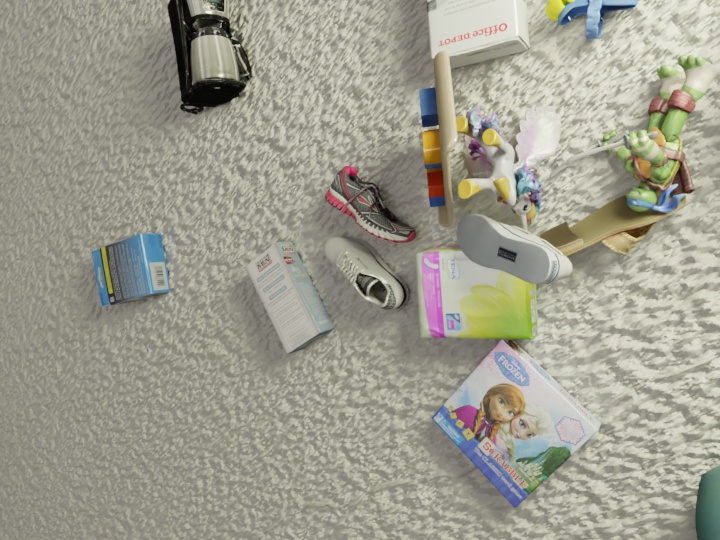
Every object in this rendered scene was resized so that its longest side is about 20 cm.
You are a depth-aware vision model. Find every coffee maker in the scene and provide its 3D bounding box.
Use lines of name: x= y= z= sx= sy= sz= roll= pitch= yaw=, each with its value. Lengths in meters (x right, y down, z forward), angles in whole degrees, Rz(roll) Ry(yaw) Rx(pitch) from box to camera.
coffee maker: x=-0.332 y=-0.454 z=1.162 sx=0.190 sy=0.134 sz=0.203 roll=-9 pitch=89 yaw=30

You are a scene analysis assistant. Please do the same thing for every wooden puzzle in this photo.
wooden puzzle: x=0.116 y=-0.194 z=0.863 sx=0.046 sy=0.201 sz=0.188 roll=-2 pitch=60 yaw=5

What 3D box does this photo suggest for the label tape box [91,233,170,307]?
label tape box: x=-0.559 y=0.001 z=1.369 sx=0.198 sy=0.066 sz=0.146 roll=-13 pitch=87 yaw=32

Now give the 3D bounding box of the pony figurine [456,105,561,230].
pony figurine: x=0.215 y=-0.168 z=0.861 sx=0.165 sy=0.199 sz=0.196 roll=-12 pitch=72 yaw=36

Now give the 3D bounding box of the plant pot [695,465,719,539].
plant pot: x=0.520 y=0.317 z=0.724 sx=0.199 sy=0.199 sz=0.136 roll=-36 pitch=49 yaw=27

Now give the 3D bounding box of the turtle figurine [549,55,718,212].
turtle figurine: x=0.374 y=-0.195 z=0.771 sx=0.199 sy=0.143 sz=0.196 roll=30 pitch=99 yaw=31

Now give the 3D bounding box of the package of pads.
package of pads: x=0.191 y=0.032 z=0.940 sx=0.197 sy=0.068 sz=0.157 roll=-2 pitch=93 yaw=27

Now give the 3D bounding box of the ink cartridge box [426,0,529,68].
ink cartridge box: x=0.183 y=-0.442 z=0.897 sx=0.143 sy=0.083 sz=0.203 roll=-4 pitch=93 yaw=29

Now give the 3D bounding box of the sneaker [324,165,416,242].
sneaker: x=0.020 y=-0.116 z=1.019 sx=0.199 sy=0.080 sz=0.075 roll=37 pitch=109 yaw=22

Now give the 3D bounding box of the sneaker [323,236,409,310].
sneaker: x=0.000 y=0.000 z=1.040 sx=0.199 sy=0.080 sz=0.077 roll=37 pitch=112 yaw=24

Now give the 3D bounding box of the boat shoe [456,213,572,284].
boat shoe: x=0.224 y=-0.029 z=0.842 sx=0.200 sy=0.065 sz=0.075 roll=42 pitch=122 yaw=49

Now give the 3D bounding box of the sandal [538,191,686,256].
sandal: x=0.372 y=-0.051 z=0.838 sx=0.209 sy=0.078 sz=0.070 roll=-21 pitch=123 yaw=12

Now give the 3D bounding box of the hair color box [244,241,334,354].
hair color box: x=-0.144 y=0.053 z=1.137 sx=0.098 sy=0.060 sz=0.202 roll=-33 pitch=78 yaw=27

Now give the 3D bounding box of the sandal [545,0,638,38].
sandal: x=0.370 y=-0.410 z=0.803 sx=0.199 sy=0.079 sz=0.088 roll=-37 pitch=80 yaw=35

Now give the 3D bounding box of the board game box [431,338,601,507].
board game box: x=0.251 y=0.250 z=0.938 sx=0.200 sy=0.041 sz=0.201 roll=44 pitch=113 yaw=19
